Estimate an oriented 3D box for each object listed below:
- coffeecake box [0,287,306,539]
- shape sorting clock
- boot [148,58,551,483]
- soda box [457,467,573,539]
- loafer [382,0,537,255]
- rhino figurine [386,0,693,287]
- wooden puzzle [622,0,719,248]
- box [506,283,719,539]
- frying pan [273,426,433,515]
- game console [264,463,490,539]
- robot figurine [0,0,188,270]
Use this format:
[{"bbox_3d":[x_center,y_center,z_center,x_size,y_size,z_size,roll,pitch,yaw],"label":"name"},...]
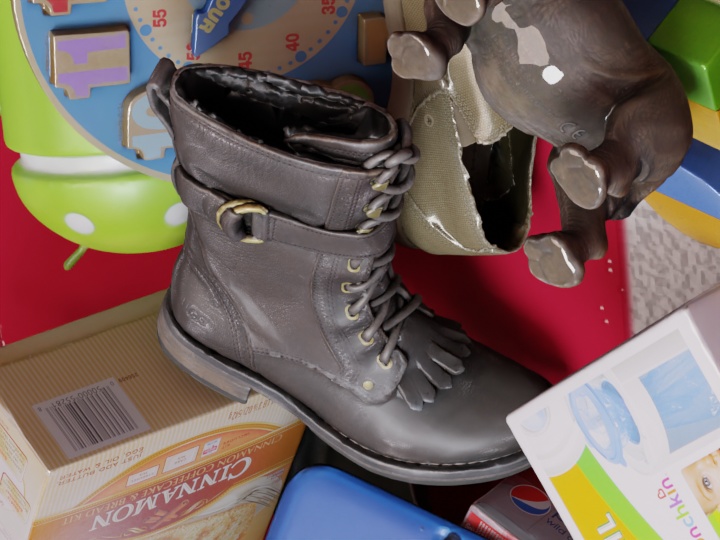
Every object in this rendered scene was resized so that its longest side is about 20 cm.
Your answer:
[{"bbox_3d":[-0.116,0.107,1.372,0.073,0.153,0.200,50,141,27],"label":"coffeecake box"},{"bbox_3d":[-0.048,-0.128,1.238,0.039,0.199,0.201,-123,33,-62],"label":"shape sorting clock"},{"bbox_3d":[0.000,0.000,1.230,0.199,0.069,0.174,18,143,3],"label":"boot"},{"bbox_3d":[0.055,0.178,1.334,0.063,0.070,0.200,37,127,17],"label":"soda box"},{"bbox_3d":[0.053,-0.092,1.241,0.067,0.076,0.201,26,131,30],"label":"loafer"},{"bbox_3d":[0.048,-0.099,1.037,0.060,0.087,0.200,-26,100,42],"label":"rhino figurine"},{"bbox_3d":[0.161,-0.043,1.103,0.185,0.046,0.200,27,162,30],"label":"wooden puzzle"},{"bbox_3d":[0.168,0.109,1.193,0.112,0.101,0.200,-35,82,42],"label":"box"},{"bbox_3d":[-0.026,0.102,1.402,0.190,0.031,0.115,15,114,51],"label":"frying pan"},{"bbox_3d":[0.040,0.204,1.300,0.200,0.118,0.171,25,154,23],"label":"game console"},{"bbox_3d":[-0.107,-0.099,1.337,0.175,0.116,0.201,-4,104,8],"label":"robot figurine"}]
